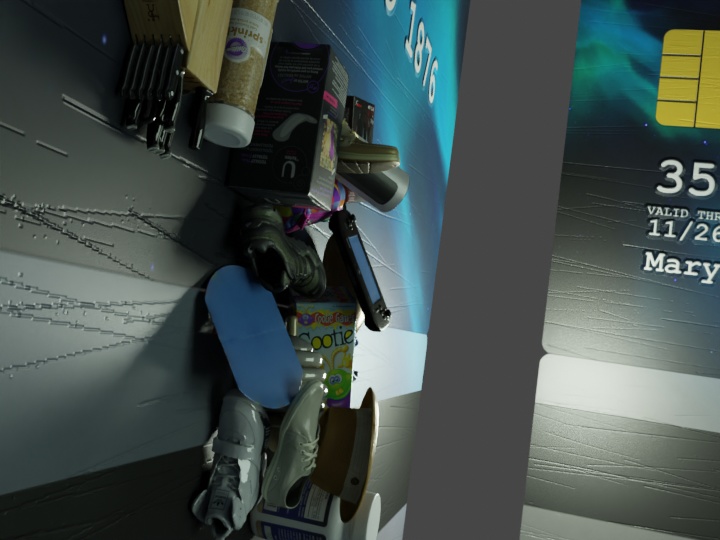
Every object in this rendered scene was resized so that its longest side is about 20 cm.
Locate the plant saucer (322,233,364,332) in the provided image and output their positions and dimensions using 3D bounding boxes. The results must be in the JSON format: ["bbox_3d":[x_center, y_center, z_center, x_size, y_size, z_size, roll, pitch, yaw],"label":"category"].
[{"bbox_3d":[-0.027,0.034,1.315,0.200,0.035,0.205,178,-90,-71],"label":"plant saucer"}]

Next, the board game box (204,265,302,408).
[{"bbox_3d":[-0.154,0.094,0.988,0.157,0.038,0.204,-8,74,-65],"label":"board game box"}]

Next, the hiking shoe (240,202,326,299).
[{"bbox_3d":[-0.115,-0.001,1.050,0.200,0.074,0.102,49,36,-44],"label":"hiking shoe"}]

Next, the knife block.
[{"bbox_3d":[-0.183,-0.226,0.777,0.201,0.062,0.179,-65,157,-51],"label":"knife block"}]

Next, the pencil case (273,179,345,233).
[{"bbox_3d":[-0.086,-0.106,1.152,0.200,0.086,0.091,-36,131,-70],"label":"pencil case"}]

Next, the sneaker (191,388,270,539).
[{"bbox_3d":[-0.174,0.270,0.997,0.115,0.073,0.204,-59,155,-63],"label":"sneaker"}]

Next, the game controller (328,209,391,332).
[{"bbox_3d":[0.000,0.000,1.182,0.104,0.041,0.204,-32,101,-83],"label":"game controller"}]

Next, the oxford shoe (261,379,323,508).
[{"bbox_3d":[-0.082,0.245,1.023,0.075,0.057,0.204,-9,121,-58],"label":"oxford shoe"}]

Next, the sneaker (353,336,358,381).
[{"bbox_3d":[-0.050,0.209,1.417,0.077,0.083,0.205,51,48,-69],"label":"sneaker"}]

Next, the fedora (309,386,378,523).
[{"bbox_3d":[-0.030,0.268,1.091,0.201,0.080,0.205,-167,-90,-83],"label":"fedora"}]

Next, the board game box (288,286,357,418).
[{"bbox_3d":[-0.069,0.138,1.224,0.105,0.100,0.205,-133,-135,-72],"label":"board game box"}]

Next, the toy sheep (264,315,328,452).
[{"bbox_3d":[-0.111,0.170,1.101,0.138,0.135,0.205,23,73,-74],"label":"toy sheep"}]

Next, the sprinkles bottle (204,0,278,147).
[{"bbox_3d":[-0.147,-0.255,0.891,0.068,0.067,0.205,47,51,-70],"label":"sprinkles bottle"}]

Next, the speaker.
[{"bbox_3d":[-0.014,-0.181,1.209,0.198,0.080,0.083,33,58,-31],"label":"speaker"}]

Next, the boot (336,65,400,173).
[{"bbox_3d":[-0.031,-0.229,1.090,0.072,0.195,0.159,49,49,-77],"label":"boot"}]

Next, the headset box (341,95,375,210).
[{"bbox_3d":[-0.031,-0.206,1.329,0.149,0.075,0.205,-19,113,-74],"label":"headset box"}]

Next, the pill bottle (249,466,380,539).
[{"bbox_3d":[-0.071,0.394,1.199,0.116,0.195,0.119,7,90,-75],"label":"pill bottle"}]

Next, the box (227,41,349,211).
[{"bbox_3d":[-0.095,-0.195,1.008,0.106,0.119,0.205,31,67,-74],"label":"box"}]
